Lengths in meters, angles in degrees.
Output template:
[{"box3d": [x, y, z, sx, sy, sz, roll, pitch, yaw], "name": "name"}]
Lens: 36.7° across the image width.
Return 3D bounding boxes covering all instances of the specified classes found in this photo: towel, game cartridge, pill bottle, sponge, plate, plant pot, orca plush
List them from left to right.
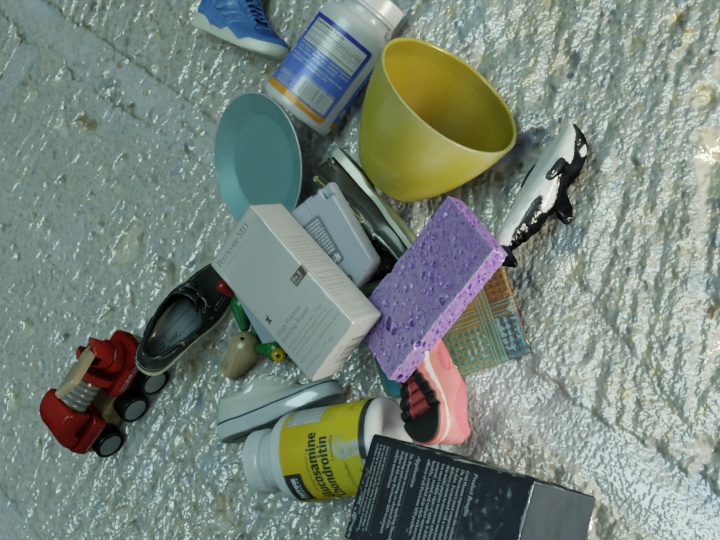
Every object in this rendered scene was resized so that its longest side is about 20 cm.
[{"box3d": [-0.140, -0.151, 1.532, 0.199, 0.025, 0.203, 14, 109, 45], "name": "plate"}, {"box3d": [-0.071, 0.000, 1.360, 0.199, 0.041, 0.134, -36, 82, 27], "name": "game cartridge"}, {"box3d": [-0.043, 0.226, 1.342, 0.198, 0.112, 0.114, -14, 68, 27], "name": "pill bottle"}, {"box3d": [-0.032, -0.297, 1.496, 0.112, 0.112, 0.201, 41, 97, 33], "name": "pill bottle"}, {"box3d": [0.076, -0.171, 1.366, 0.142, 0.198, 0.201, -51, 53, 37], "name": "plant pot"}, {"box3d": [0.077, 0.022, 1.263, 0.201, 0.030, 0.112, -53, 44, 19], "name": "sponge"}, {"box3d": [0.100, 0.062, 1.344, 0.198, 0.022, 0.148, -20, 82, 22], "name": "towel"}, {"box3d": [0.228, -0.077, 1.296, 0.071, 0.105, 0.201, 35, 62, -6], "name": "orca plush"}]

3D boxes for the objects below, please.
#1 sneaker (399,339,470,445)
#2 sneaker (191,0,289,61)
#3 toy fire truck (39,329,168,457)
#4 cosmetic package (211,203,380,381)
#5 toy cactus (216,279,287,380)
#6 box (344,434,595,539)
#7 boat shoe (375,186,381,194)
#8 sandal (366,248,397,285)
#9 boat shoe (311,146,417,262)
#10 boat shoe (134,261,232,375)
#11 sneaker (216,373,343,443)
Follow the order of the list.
[{"box3d": [0.082, 0.121, 1.306, 0.073, 0.086, 0.202, -33, 53, 34], "name": "sneaker"}, {"box3d": [-0.167, -0.390, 1.625, 0.199, 0.076, 0.112, 31, 101, 40], "name": "sneaker"}, {"box3d": [-0.383, 0.170, 1.510, 0.129, 0.199, 0.177, 41, 97, 33], "name": "toy fire truck"}, {"box3d": [-0.079, 0.022, 1.303, 0.200, 0.074, 0.102, 45, 115, 18], "name": "cosmetic package"}, {"box3d": [-0.140, 0.078, 1.468, 0.200, 0.102, 0.166, 42, 108, 24], "name": "toy cactus"}, {"box3d": [0.123, 0.269, 1.176, 0.195, 0.199, 0.125, 13, 83, 32], "name": "box"}, {"box3d": [-0.049, -0.055, 1.436, 0.199, 0.071, 0.070, -31, 61, -7], "name": "boat shoe"}, {"box3d": [-0.001, 0.001, 1.424, 0.198, 0.048, 0.076, 6, 79, 31], "name": "sandal"}, {"box3d": [0.013, -0.065, 1.365, 0.060, 0.072, 0.202, -41, 66, 9], "name": "boat shoe"}, {"box3d": [-0.240, 0.056, 1.503, 0.074, 0.066, 0.199, 42, 73, 10], "name": "boat shoe"}, {"box3d": [-0.113, 0.167, 1.426, 0.198, 0.073, 0.072, -21, 68, 24], "name": "sneaker"}]
